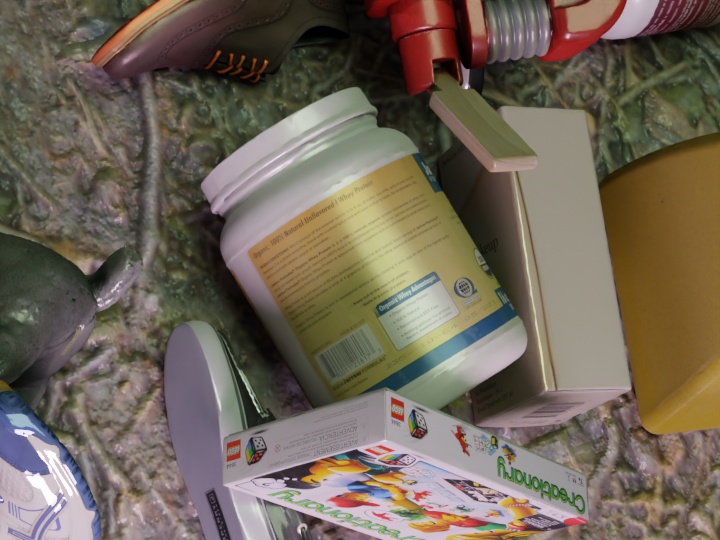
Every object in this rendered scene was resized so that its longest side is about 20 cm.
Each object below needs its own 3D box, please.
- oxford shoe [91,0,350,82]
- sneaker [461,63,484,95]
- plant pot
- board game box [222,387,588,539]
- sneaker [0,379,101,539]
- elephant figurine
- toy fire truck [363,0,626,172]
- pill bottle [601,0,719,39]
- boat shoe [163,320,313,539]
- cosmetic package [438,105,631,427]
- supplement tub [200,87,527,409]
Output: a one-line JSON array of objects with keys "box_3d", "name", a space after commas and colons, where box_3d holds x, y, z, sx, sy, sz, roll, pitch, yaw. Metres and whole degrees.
[{"box_3d": [-0.087, -0.160, 1.150, 0.199, 0.071, 0.073, -26, 89, -31], "name": "oxford shoe"}, {"box_3d": [0.028, -0.203, 1.236, 0.082, 0.072, 0.201, -18, 78, -6], "name": "sneaker"}, {"box_3d": [0.303, -0.008, 1.197, 0.199, 0.176, 0.201, -4, 74, -12], "name": "plant pot"}, {"box_3d": [0.030, 0.126, 1.026, 0.200, 0.126, 0.035, 26, 55, -43], "name": "board game box"}, {"box_3d": [-0.190, 0.151, 0.928, 0.088, 0.201, 0.075, -30, 42, -23], "name": "sneaker"}, {"box_3d": [-0.263, 0.003, 0.978, 0.200, 0.142, 0.155, 40, 29, 10], "name": "elephant figurine"}, {"box_3d": [0.099, -0.160, 1.137, 0.175, 0.129, 0.201, -8, 86, -11], "name": "toy fire truck"}, {"box_3d": [0.221, -0.236, 1.303, 0.199, 0.110, 0.110, -11, 77, -29], "name": "pill bottle"}, {"box_3d": [-0.065, 0.125, 1.058, 0.066, 0.070, 0.201, -11, 78, -37], "name": "boat shoe"}, {"box_3d": [0.117, -0.001, 1.171, 0.073, 0.104, 0.201, 0, 71, -25], "name": "cosmetic package"}, {"box_3d": [0.000, 0.000, 1.089, 0.144, 0.145, 0.201, -29, 86, -31], "name": "supplement tub"}]
